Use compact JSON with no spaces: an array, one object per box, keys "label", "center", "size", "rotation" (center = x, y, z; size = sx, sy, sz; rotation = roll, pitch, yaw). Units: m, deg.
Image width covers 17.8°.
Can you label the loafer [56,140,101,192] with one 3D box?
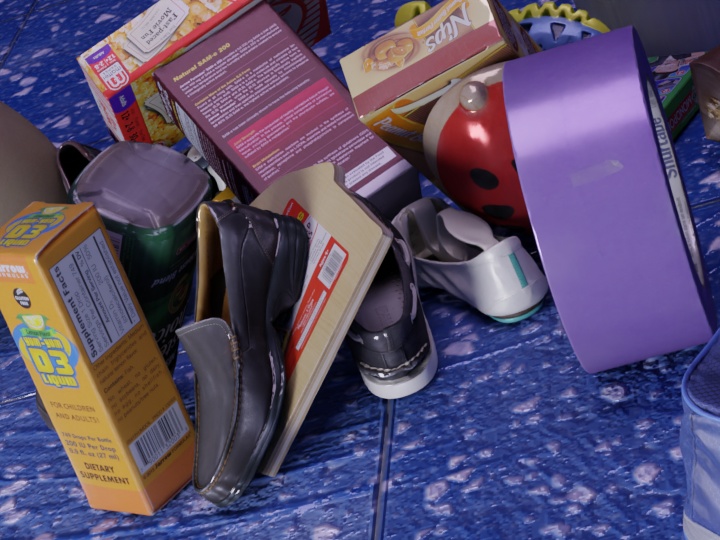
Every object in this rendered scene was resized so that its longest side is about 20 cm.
[{"label":"loafer","center":[-0.192,-0.031,1.782],"size":[0.072,0.063,0.200],"rotation":[-45,40,12]}]

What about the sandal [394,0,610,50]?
[{"label":"sandal","center":[0.111,-0.159,1.807],"size":[0.199,0.080,0.088],"rotation":[1,62,31]}]

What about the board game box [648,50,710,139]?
[{"label":"board game box","center":[0.164,-0.121,1.788],"size":[0.199,0.029,0.135],"rotation":[-3,30,35]}]

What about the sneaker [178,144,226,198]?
[{"label":"sneaker","center":[-0.096,-0.080,1.853],"size":[0.198,0.080,0.130],"rotation":[-27,26,-13]}]

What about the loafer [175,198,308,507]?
[{"label":"loafer","center":[-0.089,0.051,1.475],"size":[0.073,0.072,0.202],"rotation":[-27,49,50]}]

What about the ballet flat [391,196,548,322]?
[{"label":"ballet flat","center":[0.062,-0.018,1.610],"size":[0.069,0.070,0.200],"rotation":[-30,25,-21]}]

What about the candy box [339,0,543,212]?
[{"label":"candy box","center":[0.082,-0.116,1.627],"size":[0.115,0.200,0.056],"rotation":[-28,60,15]}]

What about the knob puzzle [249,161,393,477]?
[{"label":"knob puzzle","center":[-0.051,0.021,1.536],"size":[0.219,0.030,0.221],"rotation":[-36,44,45]}]

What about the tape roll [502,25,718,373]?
[{"label":"tape roll","center":[0.155,-0.044,1.418],"size":[0.084,0.201,0.200],"rotation":[-15,24,10]}]

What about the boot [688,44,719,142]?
[{"label":"boot","center":[0.284,-0.183,1.684],"size":[0.186,0.064,0.200],"rotation":[41,55,16]}]

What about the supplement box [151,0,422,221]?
[{"label":"supplement box","center":[-0.055,-0.098,1.714],"size":[0.108,0.061,0.200],"rotation":[-34,61,-12]}]

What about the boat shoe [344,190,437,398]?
[{"label":"boat shoe","center":[0.000,0.000,1.557],"size":[0.073,0.061,0.201],"rotation":[-19,42,2]}]

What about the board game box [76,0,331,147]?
[{"label":"board game box","center":[-0.119,-0.178,1.812],"size":[0.199,0.046,0.152],"rotation":[-36,-17,-8]}]

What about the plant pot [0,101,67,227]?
[{"label":"plant pot","center":[-0.305,-0.049,1.864],"size":[0.134,0.202,0.200],"rotation":[9,10,-28]}]

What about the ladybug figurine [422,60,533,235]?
[{"label":"ladybug figurine","center":[0.119,-0.078,1.581],"size":[0.135,0.200,0.072],"rotation":[-32,59,20]}]

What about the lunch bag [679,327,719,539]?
[{"label":"lunch bag","center":[0.240,0.093,1.150],"size":[0.135,0.133,0.200],"rotation":[14,37,28]}]

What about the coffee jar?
[{"label":"coffee jar","center":[-0.162,0.020,1.558],"size":[0.085,0.201,0.104],"rotation":[23,37,10]}]

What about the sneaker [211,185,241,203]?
[{"label":"sneaker","center":[-0.028,-0.060,1.778],"size":[0.200,0.078,0.082],"rotation":[-42,38,-25]}]

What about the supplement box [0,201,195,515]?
[{"label":"supplement box","center":[-0.171,0.056,1.470],"size":[0.066,0.201,0.069],"rotation":[2,31,42]}]

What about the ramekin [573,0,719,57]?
[{"label":"ramekin","center":[0.265,-0.243,1.881],"size":[0.199,0.098,0.201],"rotation":[-17,25,8]}]
